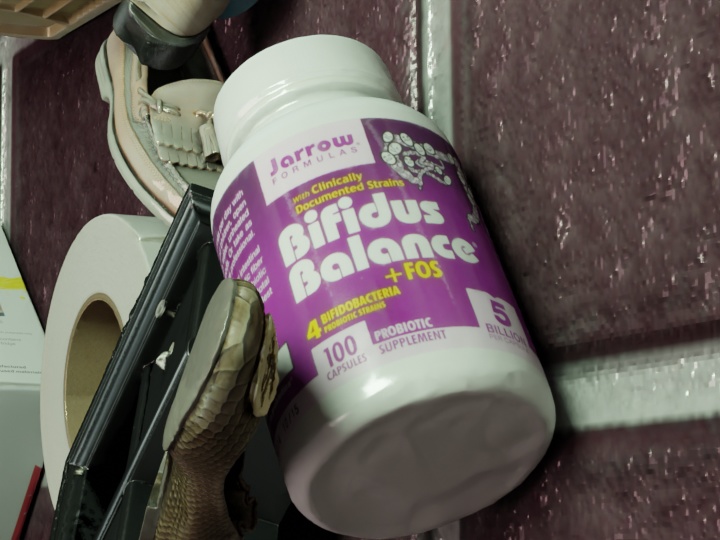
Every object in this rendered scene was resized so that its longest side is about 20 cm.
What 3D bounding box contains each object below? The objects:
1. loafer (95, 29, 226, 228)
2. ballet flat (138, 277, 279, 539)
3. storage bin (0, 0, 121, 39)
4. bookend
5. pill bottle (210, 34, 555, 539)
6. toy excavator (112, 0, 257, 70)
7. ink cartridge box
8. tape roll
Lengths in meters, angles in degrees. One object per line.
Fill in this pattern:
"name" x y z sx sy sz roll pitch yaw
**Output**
"loafer" -0.098 -0.090 1.076 0.063 0.072 0.200 -62 33 25
"ballet flat" -0.052 0.065 0.769 0.200 0.046 0.068 111 177 -57
"storage bin" -0.206 -0.266 1.270 0.198 0.093 0.201 -13 76 62
"bookend" -0.079 0.106 0.916 0.200 0.092 0.199 -87 21 -51
"pill bottle" 0.000 0.000 0.829 0.112 0.112 0.201 -59 39 41
"toy excavator" -0.103 -0.233 1.075 0.194 0.200 0.100 40 136 1
"ink cartridge box" -0.282 0.073 1.380 0.200 0.083 0.146 58 136 48
"tape roll" -0.138 0.067 1.161 0.203 0.037 0.204 -12 77 62
